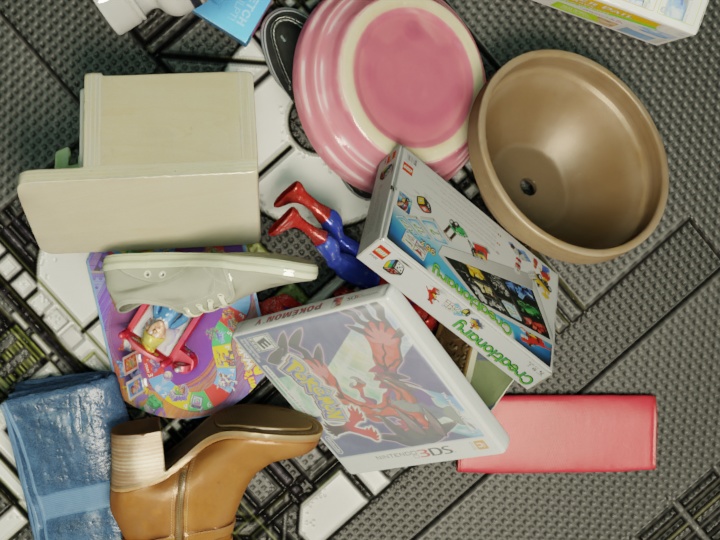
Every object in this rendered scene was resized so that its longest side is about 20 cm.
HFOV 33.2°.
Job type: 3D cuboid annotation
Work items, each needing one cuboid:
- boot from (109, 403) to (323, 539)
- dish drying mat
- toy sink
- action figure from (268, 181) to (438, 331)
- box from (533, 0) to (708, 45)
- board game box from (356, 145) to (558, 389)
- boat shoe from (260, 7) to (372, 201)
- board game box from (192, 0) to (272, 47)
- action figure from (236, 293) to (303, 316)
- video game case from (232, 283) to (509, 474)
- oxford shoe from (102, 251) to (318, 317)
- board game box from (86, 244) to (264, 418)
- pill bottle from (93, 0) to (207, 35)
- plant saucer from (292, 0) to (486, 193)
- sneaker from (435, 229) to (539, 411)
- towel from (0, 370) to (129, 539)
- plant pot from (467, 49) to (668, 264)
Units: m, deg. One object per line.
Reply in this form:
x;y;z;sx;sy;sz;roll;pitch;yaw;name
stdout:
-0.128;0.210;1.105;0.199;0.077;0.156;-7;104;-9;boot
0.193;0.160;1.190;0.199;0.018;0.077;0;95;-4;dish drying mat
-0.189;-0.096;1.060;0.199;0.131;0.113;-4;64;-5;toy sink
0.000;0.000;1.120;0.200;0.066;0.052;36;121;-24;action figure
0.214;-0.289;1.097;0.199;0.112;0.102;18;94;-5;box
0.089;-0.003;1.033;0.200;0.127;0.035;38;129;-20;board game box
-0.029;-0.153;1.114;0.070;0.066;0.201;-27;98;-2;boat shoe
-0.117;-0.331;1.101;0.153;0.040;0.201;30;93;-7;board game box
-0.040;0.082;1.149;0.200;0.052;0.066;38;97;-5;action figure
0.009;0.104;1.075;0.182;0.023;0.200;-15;124;37;video game case
-0.131;0.011;1.055;0.199;0.075;0.058;-2;88;14;oxford shoe
-0.173;0.045;1.116;0.157;0.039;0.201;-10;98;11;board game box
-0.144;-0.288;1.026;0.199;0.111;0.111;-32;98;-1;pill bottle
0.037;-0.168;1.087;0.199;0.051;0.202;2;86;-28;plant saucer
0.122;0.064;1.154;0.090;0.067;0.201;47;65;-47;sneaker
-0.262;0.198;1.135;0.111;0.049;0.201;-10;99;0;towel
0.174;-0.093;1.105;0.200;0.093;0.202;9;68;-23;plant pot
